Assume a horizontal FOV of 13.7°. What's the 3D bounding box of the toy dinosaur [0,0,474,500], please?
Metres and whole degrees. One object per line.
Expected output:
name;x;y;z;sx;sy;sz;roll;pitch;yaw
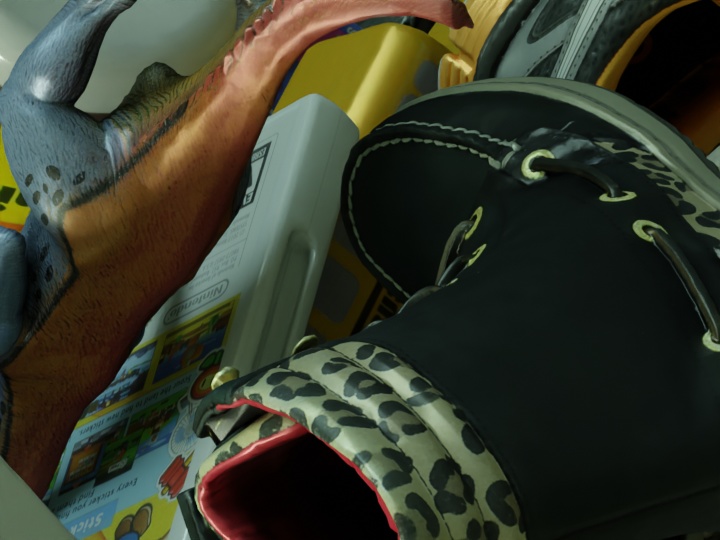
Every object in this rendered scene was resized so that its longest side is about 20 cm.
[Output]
toy dinosaur;-0.080;-0.002;0.753;0.200;0.105;0.182;22;101;60

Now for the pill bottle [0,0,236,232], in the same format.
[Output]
pill bottle;-0.114;-0.062;0.969;0.109;0.109;0.200;-50;1;-31

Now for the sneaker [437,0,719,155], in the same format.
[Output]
sneaker;0.106;-0.093;0.770;0.200;0.078;0.077;-53;36;12

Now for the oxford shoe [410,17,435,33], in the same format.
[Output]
oxford shoe;0.068;-0.090;0.983;0.200;0.084;0.073;-41;16;-12

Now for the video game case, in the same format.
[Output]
video game case;-0.090;0.058;0.831;0.200;0.023;0.182;-27;36;40

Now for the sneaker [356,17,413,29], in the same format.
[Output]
sneaker;0.051;-0.136;1.070;0.200;0.091;0.076;-38;-25;20

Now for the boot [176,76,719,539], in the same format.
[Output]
boot;0.017;0.016;0.681;0.153;0.074;0.203;-16;27;-32

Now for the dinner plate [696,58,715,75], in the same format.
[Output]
dinner plate;0.168;-0.119;0.812;0.200;0.024;0.201;-25;42;25

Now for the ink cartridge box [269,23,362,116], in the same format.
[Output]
ink cartridge box;-0.061;-0.018;1.023;0.200;0.042;0.119;-54;3;45

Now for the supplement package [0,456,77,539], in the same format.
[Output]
supplement package;-0.152;0.127;0.708;0.200;0.117;0.117;-24;25;40

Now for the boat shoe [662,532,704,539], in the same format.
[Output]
boat shoe;0.019;0.094;0.664;0.074;0.060;0.200;-23;23;42

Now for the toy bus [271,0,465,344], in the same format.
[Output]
toy bus;0.000;0.000;0.871;0.065;0.078;0.200;-10;48;55
